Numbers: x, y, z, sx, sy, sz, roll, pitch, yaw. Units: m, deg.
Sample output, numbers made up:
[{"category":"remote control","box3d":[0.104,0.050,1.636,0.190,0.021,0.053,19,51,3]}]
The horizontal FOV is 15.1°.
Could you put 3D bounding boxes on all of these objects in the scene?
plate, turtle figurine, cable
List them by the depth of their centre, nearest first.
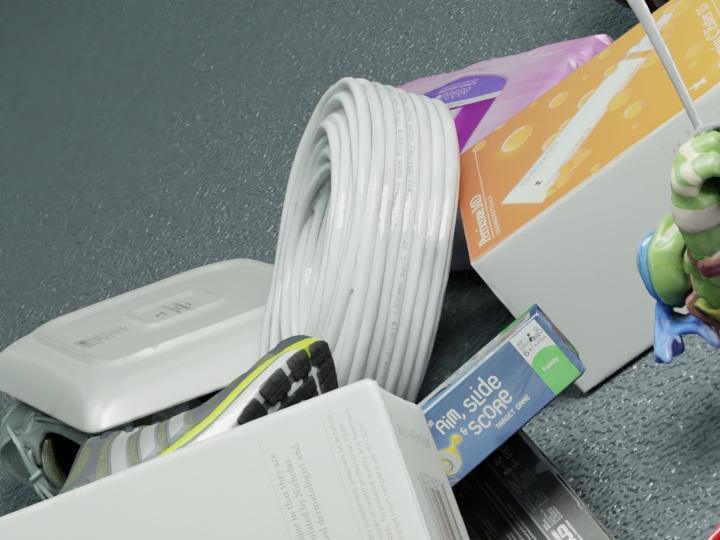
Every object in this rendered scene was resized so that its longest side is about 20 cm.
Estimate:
[{"category":"turtle figurine","box3d":[0.203,-0.043,1.146,0.194,0.144,0.201,12,77,38]},{"category":"cable","box3d":[0.000,0.000,1.425,0.200,0.069,0.201,132,146,-70]},{"category":"plate","box3d":[-0.107,0.035,1.604,0.200,0.032,0.199,-20,16,-22]}]

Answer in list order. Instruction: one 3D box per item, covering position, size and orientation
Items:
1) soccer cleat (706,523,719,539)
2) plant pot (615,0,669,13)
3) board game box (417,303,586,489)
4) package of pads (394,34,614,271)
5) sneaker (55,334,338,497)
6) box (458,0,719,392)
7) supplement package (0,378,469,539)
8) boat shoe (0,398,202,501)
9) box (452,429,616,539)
[{"category":"soccer cleat","box3d":[0.172,0.106,1.071,0.067,0.076,0.200,-20,31,43]},{"category":"plant pot","box3d":[0.208,-0.251,1.538,0.198,0.200,0.200,-56,25,-12]},{"category":"board game box","box3d":[0.015,0.094,1.215,0.200,0.034,0.135,-41,-1,3]},{"category":"package of pads","box3d":[0.068,-0.060,1.544,0.200,0.076,0.121,-9,37,53]},{"category":"sneaker","box3d":[-0.088,0.090,1.288,0.081,0.074,0.200,19,44,39]},{"category":"box","box3d":[0.155,-0.054,1.362,0.200,0.098,0.124,-37,23,13]},{"category":"supplement package","box3d":[-0.058,0.135,1.094,0.200,0.118,0.117,-21,-10,7]},{"category":"boat shoe","box3d":[-0.158,0.110,1.612,0.202,0.075,0.065,-2,40,48]},{"category":"box","box3d":[0.041,0.154,1.235,0.158,0.048,0.200,-42,21,0]}]
